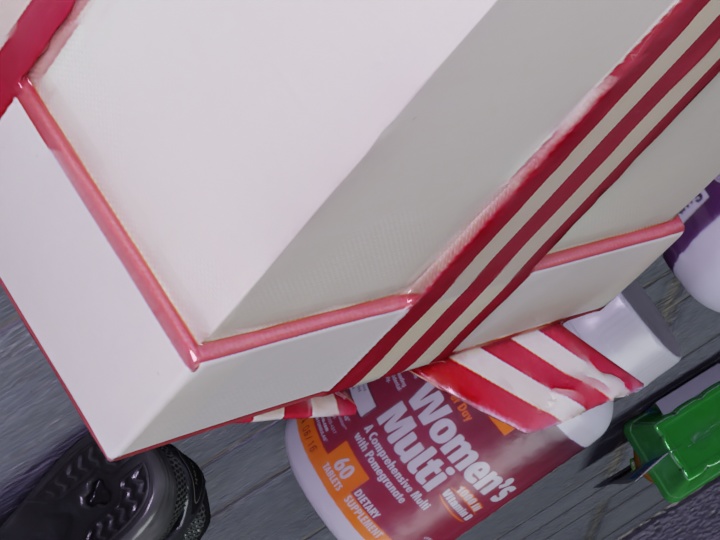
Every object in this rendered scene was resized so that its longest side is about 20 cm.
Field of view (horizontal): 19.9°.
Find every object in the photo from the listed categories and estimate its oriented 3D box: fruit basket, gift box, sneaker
[{"bbox_3d":[0.311,0.148,1.948,0.185,0.094,0.200,-31,180,-7],"label":"fruit basket"},{"bbox_3d":[0.012,-0.076,0.419,0.200,0.185,0.187,-6,148,-47],"label":"gift box"},{"bbox_3d":[-0.151,0.154,0.999,0.199,0.076,0.114,-42,157,10],"label":"sneaker"}]

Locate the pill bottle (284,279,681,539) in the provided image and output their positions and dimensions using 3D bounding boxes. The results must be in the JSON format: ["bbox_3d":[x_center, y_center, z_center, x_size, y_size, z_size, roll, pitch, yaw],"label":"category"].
[{"bbox_3d":[0.066,0.068,1.110,0.200,0.110,0.110,-37,164,13],"label":"pill bottle"}]

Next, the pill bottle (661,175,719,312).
[{"bbox_3d":[0.132,-0.057,0.683,0.112,0.200,0.112,-31,165,-9],"label":"pill bottle"}]
